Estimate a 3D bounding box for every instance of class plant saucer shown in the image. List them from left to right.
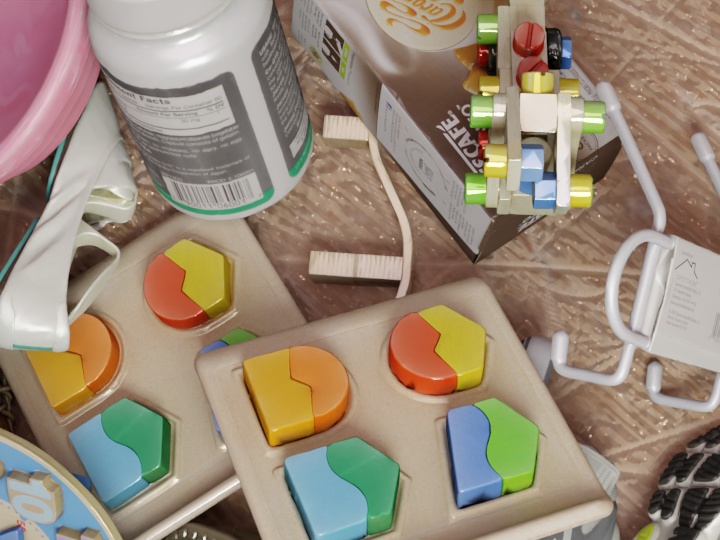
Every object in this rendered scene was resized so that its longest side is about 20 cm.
[{"bbox_3d":[-0.233,-0.139,1.077,0.200,0.051,0.202,-16,63,35],"label":"plant saucer"}]

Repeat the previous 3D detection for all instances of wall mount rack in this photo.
[{"bbox_3d":[0.182,-0.010,0.988,0.074,0.200,0.175,11,86,41],"label":"wall mount rack"}]

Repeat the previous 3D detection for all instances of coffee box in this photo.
[{"bbox_3d":[0.059,-0.121,1.047,0.114,0.080,0.200,-33,76,-16],"label":"coffee box"}]

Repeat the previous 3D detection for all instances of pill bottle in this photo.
[{"bbox_3d":[-0.100,-0.131,1.007,0.112,0.200,0.114,-5,55,7],"label":"pill bottle"}]

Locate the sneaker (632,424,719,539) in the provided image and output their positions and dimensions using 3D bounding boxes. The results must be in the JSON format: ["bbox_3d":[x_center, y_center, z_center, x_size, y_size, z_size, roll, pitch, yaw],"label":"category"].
[{"bbox_3d":[0.212,0.171,0.993,0.085,0.077,0.200,47,72,-23],"label":"sneaker"}]

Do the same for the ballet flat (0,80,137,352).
[{"bbox_3d":[-0.179,-0.030,1.063,0.069,0.070,0.201,12,58,9],"label":"ballet flat"}]

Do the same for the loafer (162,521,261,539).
[{"bbox_3d":[-0.027,0.199,0.992,0.199,0.067,0.076,25,104,23],"label":"loafer"}]

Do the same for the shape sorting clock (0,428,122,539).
[{"bbox_3d":[-0.219,0.177,0.996,0.199,0.039,0.201,10,121,17],"label":"shape sorting clock"}]

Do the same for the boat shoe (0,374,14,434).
[{"bbox_3d":[-0.261,0.088,1.058,0.200,0.076,0.074,40,82,12],"label":"boat shoe"}]

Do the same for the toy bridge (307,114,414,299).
[{"bbox_3d":[0.000,0.000,1.068,0.067,0.027,0.201,4,78,6],"label":"toy bridge"}]

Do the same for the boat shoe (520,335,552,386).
[{"bbox_3d":[0.059,0.127,1.019,0.066,0.070,0.201,22,90,11],"label":"boat shoe"}]

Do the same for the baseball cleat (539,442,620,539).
[{"bbox_3d":[0.084,0.149,0.948,0.069,0.200,0.107,9,102,34],"label":"baseball cleat"}]

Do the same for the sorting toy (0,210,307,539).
[{"bbox_3d":[-0.125,0.060,1.038,0.185,0.037,0.200,-32,59,0],"label":"sorting toy"}]

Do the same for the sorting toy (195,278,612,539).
[{"bbox_3d":[0.019,0.085,0.931,0.184,0.037,0.200,-15,45,-14],"label":"sorting toy"}]

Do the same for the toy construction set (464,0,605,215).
[{"bbox_3d":[0.102,-0.115,0.932,0.092,0.131,0.201,14,70,8],"label":"toy construction set"}]
